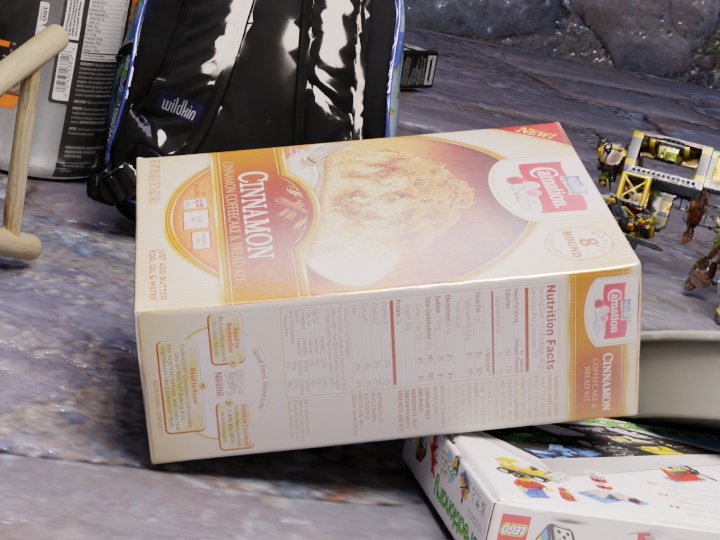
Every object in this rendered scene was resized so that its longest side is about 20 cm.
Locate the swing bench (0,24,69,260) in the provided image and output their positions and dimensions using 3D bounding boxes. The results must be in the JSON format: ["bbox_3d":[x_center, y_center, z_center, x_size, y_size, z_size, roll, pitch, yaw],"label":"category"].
[{"bbox_3d":[-0.286,-0.071,0.839,0.198,0.131,0.200,17,19,19],"label":"swing bench"}]

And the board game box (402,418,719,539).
[{"bbox_3d":[0.127,0.098,0.698,0.199,0.035,0.126,10,12,-14],"label":"board game box"}]

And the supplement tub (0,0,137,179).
[{"bbox_3d":[-0.217,-0.173,1.156,0.122,0.201,0.123,11,12,-3],"label":"supplement tub"}]

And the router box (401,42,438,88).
[{"bbox_3d":[-0.026,-0.271,2.086,0.199,0.051,0.149,21,17,32],"label":"router box"}]

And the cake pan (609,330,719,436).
[{"bbox_3d":[0.203,0.062,0.777,0.199,0.037,0.200,7,-9,1],"label":"cake pan"}]

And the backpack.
[{"bbox_3d":[-0.066,-0.119,1.072,0.182,0.202,0.147,10,-7,-5],"label":"backpack"}]

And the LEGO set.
[{"bbox_3d":[0.249,-0.012,1.200,0.199,0.117,0.154,18,-16,7],"label":"LEGO set"}]

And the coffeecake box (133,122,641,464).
[{"bbox_3d":[0.005,0.004,0.724,0.198,0.074,0.154,-5,27,-5],"label":"coffeecake box"}]
